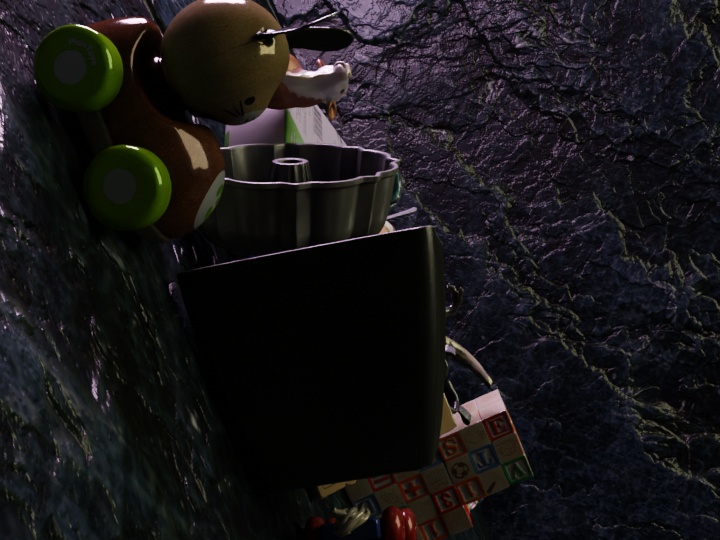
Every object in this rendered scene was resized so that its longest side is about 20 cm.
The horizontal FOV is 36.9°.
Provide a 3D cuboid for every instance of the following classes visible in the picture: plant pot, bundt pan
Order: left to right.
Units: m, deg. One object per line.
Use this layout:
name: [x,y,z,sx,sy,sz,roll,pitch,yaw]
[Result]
bundt pan: [-0.063,-0.062,0.970,0.202,0.198,0.077,-96,-173,-73]
plant pot: [-0.020,0.076,0.882,0.199,0.197,0.180,27,54,-83]

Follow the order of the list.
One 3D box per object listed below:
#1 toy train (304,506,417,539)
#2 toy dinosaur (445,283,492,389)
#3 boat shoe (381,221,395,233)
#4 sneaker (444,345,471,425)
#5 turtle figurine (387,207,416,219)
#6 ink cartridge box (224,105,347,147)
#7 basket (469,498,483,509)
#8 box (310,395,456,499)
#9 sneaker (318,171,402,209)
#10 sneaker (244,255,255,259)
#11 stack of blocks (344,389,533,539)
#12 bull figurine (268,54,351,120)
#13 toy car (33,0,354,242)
toy train: [0.000,0.258,0.892,0.200,0.083,0.118,51,31,-73]
toy dinosaur: [0.063,0.049,1.159,0.047,0.197,0.089,167,-56,-81]
boat shoe: [-0.050,-0.070,1.368,0.076,0.198,0.073,-25,135,-64]
sneaker: [0.048,0.147,1.142,0.078,0.138,0.202,-79,-175,-47]
turtle figurine: [0.000,-0.004,1.468,0.198,0.144,0.196,29,39,-22]
ink cartridge box: [-0.066,-0.100,1.202,0.200,0.083,0.147,50,30,-46]
basket: [0.081,0.232,1.363,0.200,0.138,0.178,-37,107,-53]
box: [-0.010,0.091,1.035,0.021,0.162,0.203,-21,-89,65]
sneaker: [0.012,-0.077,1.143,0.200,0.085,0.079,-23,97,-68]
sneaker: [-0.075,0.030,1.143,0.200,0.077,0.090,52,30,-60]
stack of blocks: [0.088,0.231,1.208,0.059,0.198,0.116,-98,163,-73]
bull figurine: [-0.109,-0.202,1.090,0.121,0.197,0.066,23,80,-63]
toy car: [-0.096,-0.125,0.756,0.164,0.198,0.160,-47,114,-84]
